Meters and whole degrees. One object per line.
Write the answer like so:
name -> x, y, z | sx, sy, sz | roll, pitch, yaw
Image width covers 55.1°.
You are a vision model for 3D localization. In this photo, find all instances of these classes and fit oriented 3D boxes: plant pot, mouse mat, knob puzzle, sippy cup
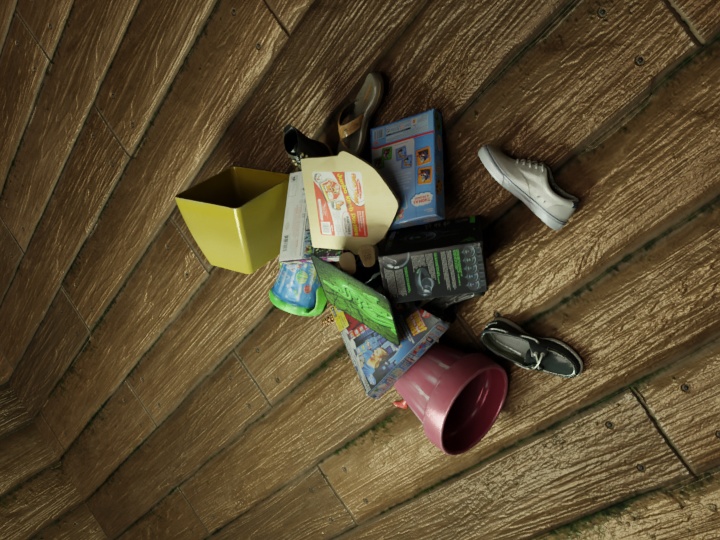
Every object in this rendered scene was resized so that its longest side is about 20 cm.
plant pot -> 0.169, 0.237, 1.393 | 0.178, 0.197, 0.205 | 31, 126, 41
mouse mat -> -0.010, 0.055, 1.299 | 0.198, 0.008, 0.163 | 29, 153, 31
plant pot -> -0.272, -0.110, 1.576 | 0.196, 0.199, 0.180 | 13, 123, 32
knob puzzle -> -0.013, -0.130, 1.312 | 0.215, 0.030, 0.225 | 11, 116, 24
sippy cup -> -0.128, 0.014, 1.560 | 0.174, 0.139, 0.133 | 22, 111, 17

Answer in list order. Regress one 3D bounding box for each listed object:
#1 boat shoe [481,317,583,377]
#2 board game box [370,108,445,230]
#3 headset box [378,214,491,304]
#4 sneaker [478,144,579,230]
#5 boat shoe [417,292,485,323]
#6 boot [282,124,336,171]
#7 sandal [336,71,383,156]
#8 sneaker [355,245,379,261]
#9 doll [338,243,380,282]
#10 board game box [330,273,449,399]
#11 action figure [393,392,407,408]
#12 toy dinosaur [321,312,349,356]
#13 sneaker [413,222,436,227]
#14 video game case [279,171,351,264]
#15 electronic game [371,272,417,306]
boat shoe -> 0.322, 0.158, 1.316 | 0.197, 0.060, 0.077 | 21, 120, 29
board game box -> 0.087, -0.186, 1.308 | 0.149, 0.036, 0.206 | -9, 75, 37
headset box -> 0.144, -0.023, 1.267 | 0.195, 0.175, 0.095 | -8, 108, 13
sneaker -> 0.296, -0.162, 1.207 | 0.199, 0.073, 0.071 | 42, 119, 5
boat shoe -> 0.175, 0.071, 1.383 | 0.199, 0.074, 0.067 | -40, 73, 32
boot -> -0.089, -0.185, 1.373 | 0.077, 0.137, 0.203 | -36, 60, 19
sandal -> -0.012, -0.298, 1.364 | 0.202, 0.053, 0.083 | -63, 38, 35
sneaker -> -0.052, -0.079, 1.487 | 0.199, 0.079, 0.072 | 39, 127, 18
doll -> 0.000, 0.000, 1.355 | 0.200, 0.134, 0.049 | 96, 152, -78
board game box -> 0.064, 0.113, 1.365 | 0.197, 0.062, 0.203 | -32, 62, 13
action figure -> 0.104, 0.203, 1.496 | 0.051, 0.066, 0.204 | 19, 122, 13
toy dinosaur -> 0.011, 0.109, 1.475 | 0.197, 0.101, 0.140 | -2, 97, 48
sneaker -> 0.077, -0.136, 1.384 | 0.200, 0.076, 0.105 | 47, 116, 4
video game case -> -0.088, -0.118, 1.463 | 0.178, 0.036, 0.206 | -5, 74, 37
electronic game -> 0.037, 0.088, 1.514 | 0.195, 0.042, 0.205 | 12, 116, 24
